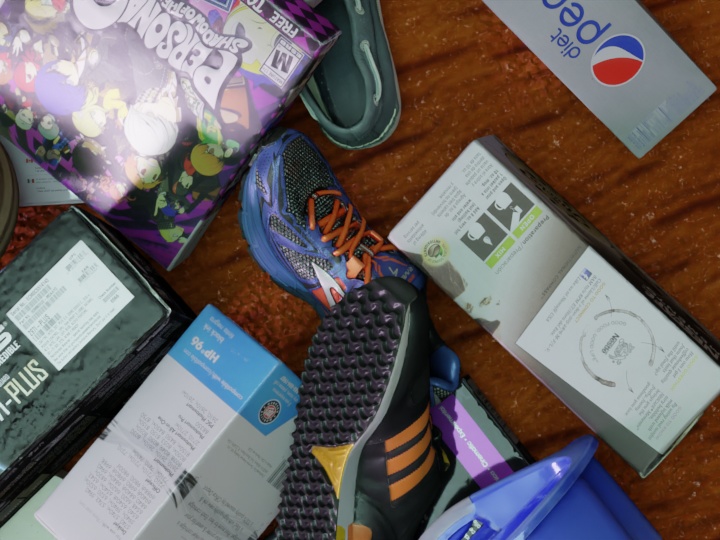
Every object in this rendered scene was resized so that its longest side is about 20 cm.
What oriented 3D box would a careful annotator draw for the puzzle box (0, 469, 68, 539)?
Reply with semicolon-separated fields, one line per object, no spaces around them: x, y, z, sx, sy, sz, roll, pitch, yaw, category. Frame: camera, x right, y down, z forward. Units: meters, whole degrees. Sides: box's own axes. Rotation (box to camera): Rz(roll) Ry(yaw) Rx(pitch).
-0.197;0.189;1.694;0.199;0.025;0.134;25;98;6;puzzle box

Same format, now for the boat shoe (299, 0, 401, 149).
-0.027;-0.168;1.624;0.072;0.062;0.201;-18;90;12;boat shoe

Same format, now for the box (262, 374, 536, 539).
0.030;0.180;1.656;0.200;0.036;0.143;-39;87;8;box

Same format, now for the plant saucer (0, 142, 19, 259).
-0.296;-0.048;1.586;0.199;0.201;0.030;17;138;7;plant saucer

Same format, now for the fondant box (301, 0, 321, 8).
0.027;-0.245;1.542;0.200;0.144;0.058;-41;85;-11;fondant box

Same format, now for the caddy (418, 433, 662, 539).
0.078;0.179;1.557;0.105;0.141;0.200;43;103;0;caddy

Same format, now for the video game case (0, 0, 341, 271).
-0.137;-0.129;1.594;0.200;0.036;0.182;39;119;3;video game case

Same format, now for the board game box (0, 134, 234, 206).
-0.178;-0.103;1.665;0.198;0.035;0.127;-2;94;9;board game box

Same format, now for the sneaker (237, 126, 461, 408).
0.000;0.000;1.598;0.078;0.075;0.201;-8;123;43;sneaker

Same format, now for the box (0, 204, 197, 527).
-0.196;0.066;1.600;0.200;0.164;0.086;-44;84;0;box

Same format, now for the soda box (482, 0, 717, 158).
0.113;-0.153;1.550;0.063;0.068;0.200;-43;126;9;soda box

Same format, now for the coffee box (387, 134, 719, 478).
0.119;0.018;1.592;0.200;0.113;0.080;43;99;4;coffee box

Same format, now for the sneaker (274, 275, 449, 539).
0.015;0.091;1.580;0.070;0.090;0.201;39;122;43;sneaker

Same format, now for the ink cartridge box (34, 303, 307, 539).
-0.109;0.132;1.606;0.068;0.116;0.200;37;85;31;ink cartridge box
